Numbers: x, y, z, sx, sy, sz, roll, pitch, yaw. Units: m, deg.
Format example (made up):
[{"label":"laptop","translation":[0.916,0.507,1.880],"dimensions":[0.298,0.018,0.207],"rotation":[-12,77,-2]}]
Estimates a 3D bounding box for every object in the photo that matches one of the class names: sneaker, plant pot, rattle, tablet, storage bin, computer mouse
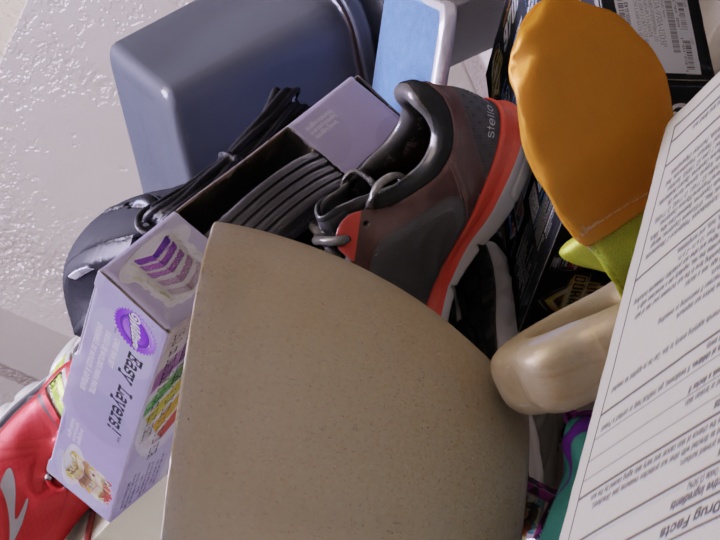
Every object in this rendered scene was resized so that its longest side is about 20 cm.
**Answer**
[{"label":"sneaker","translation":[0.000,0.000,0.861],"dimensions":[0.077,0.082,0.201],"rotation":[30,96,57]},{"label":"plant pot","translation":[-0.005,0.089,0.746],"dimensions":[0.200,0.134,0.201],"rotation":[-172,90,-89]},{"label":"rattle","translation":[0.091,-0.020,0.730],"dimensions":[0.130,0.143,0.200],"rotation":[-42,-1,14]},{"label":"sneaker","translation":[0.075,0.080,0.909],"dimensions":[0.074,0.079,0.201],"rotation":[-27,51,40]},{"label":"tablet","translation":[0.018,-0.045,0.966],"dimensions":[0.130,0.014,0.201],"rotation":[-130,47,-72]},{"label":"storage bin","translation":[-0.054,-0.071,1.083],"dimensions":[0.145,0.134,0.201],"rotation":[39,149,46]},{"label":"sneaker","translation":[-0.155,0.087,1.055],"dimensions":[0.200,0.077,0.085],"rotation":[-57,23,-6]},{"label":"computer mouse","translation":[-0.095,-0.039,0.984],"dimensions":[0.140,0.046,0.200],"rotation":[-41,0,-27]}]

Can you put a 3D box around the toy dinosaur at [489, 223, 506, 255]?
[{"label":"toy dinosaur","translation":[0.045,0.011,1.028],"dimensions":[0.200,0.077,0.103],"rotation":[-32,-60,-58]}]

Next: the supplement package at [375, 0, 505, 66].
[{"label":"supplement package","translation":[0.082,-0.203,1.082],"dimensions":[0.199,0.111,0.156],"rotation":[-26,-5,-23]}]

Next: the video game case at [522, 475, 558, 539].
[{"label":"video game case","translation":[0.023,0.175,0.827],"dimensions":[0.181,0.036,0.201],"rotation":[21,87,54]}]

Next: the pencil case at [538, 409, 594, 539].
[{"label":"pencil case","translation":[0.076,0.154,0.664],"dimensions":[0.092,0.085,0.201],"rotation":[14,79,52]}]

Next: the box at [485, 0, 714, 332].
[{"label":"box","translation":[0.102,-0.087,0.850],"dimensions":[0.200,0.046,0.160],"rotation":[102,166,-56]}]

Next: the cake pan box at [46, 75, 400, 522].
[{"label":"cake pan box","translation":[-0.065,0.014,0.928],"dimensions":[0.184,0.052,0.200],"rotation":[-42,-14,-36]}]

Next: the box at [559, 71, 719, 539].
[{"label":"box","translation":[0.143,0.030,0.542],"dimensions":[0.128,0.109,0.201],"rotation":[132,159,-61]}]

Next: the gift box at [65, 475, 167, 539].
[{"label":"gift box","translation":[-0.064,0.150,1.133],"dimensions":[0.187,0.200,0.185],"rotation":[-45,15,21]}]
